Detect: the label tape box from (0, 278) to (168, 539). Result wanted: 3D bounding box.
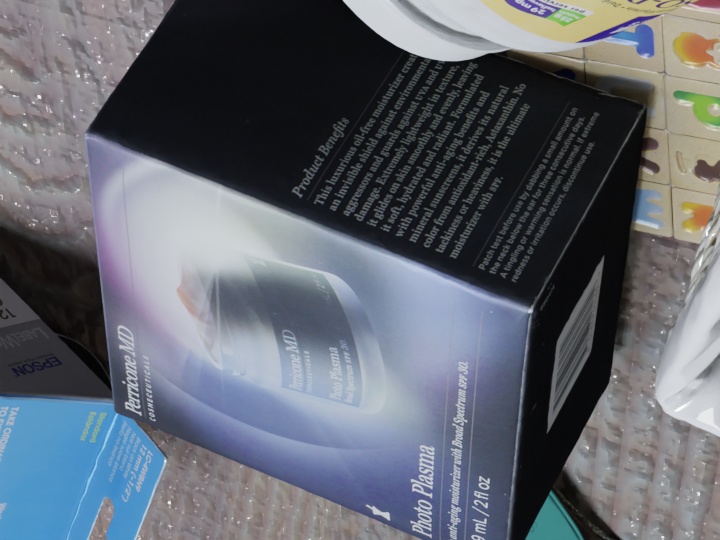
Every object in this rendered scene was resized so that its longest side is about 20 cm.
[{"bbox_3d":[-0.194,0.087,1.335,0.200,0.066,0.144,44,126,30],"label":"label tape box"}]

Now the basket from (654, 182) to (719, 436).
[{"bbox_3d":[0.232,-0.024,0.950,0.198,0.161,0.200,22,141,-1],"label":"basket"}]

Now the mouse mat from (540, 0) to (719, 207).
[{"bbox_3d":[0.131,-0.102,1.061,0.200,0.008,0.161,40,142,-18],"label":"mouse mat"}]

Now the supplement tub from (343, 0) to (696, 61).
[{"bbox_3d":[0.085,-0.155,0.900,0.145,0.146,0.200,43,141,-24],"label":"supplement tub"}]

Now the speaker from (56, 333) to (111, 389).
[{"bbox_3d":[-0.217,0.092,1.458,0.200,0.081,0.081,-19,126,45],"label":"speaker"}]

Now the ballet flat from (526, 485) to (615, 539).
[{"bbox_3d":[0.097,0.153,1.373,0.200,0.068,0.075,49,161,-22],"label":"ballet flat"}]

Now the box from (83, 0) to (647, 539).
[{"bbox_3d":[0.000,0.000,1.160,0.198,0.123,0.200,22,145,16],"label":"box"}]

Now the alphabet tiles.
[{"bbox_3d":[0.153,-0.061,1.089,0.199,0.006,0.167,12,142,18],"label":"alphabet tiles"}]
